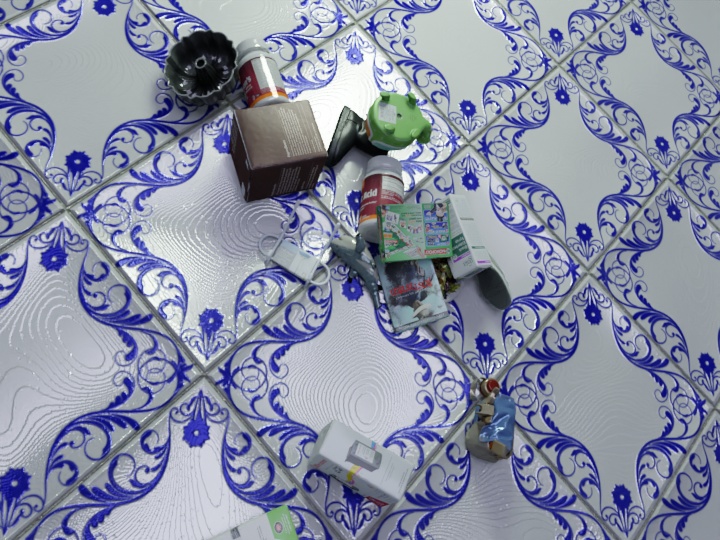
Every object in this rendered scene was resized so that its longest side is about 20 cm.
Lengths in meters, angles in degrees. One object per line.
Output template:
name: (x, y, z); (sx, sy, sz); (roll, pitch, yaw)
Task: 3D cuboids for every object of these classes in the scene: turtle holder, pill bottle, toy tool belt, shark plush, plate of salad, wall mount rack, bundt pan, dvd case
turtle holder: (0.095, -0.382, 1.631); (0.182, 0.131, 0.144); (-23, 84, -28)
pill bottle: (0.056, -0.184, 1.616); (0.111, 0.114, 0.205); (10, 66, -12)
toy tool belt: (0.321, 0.343, 1.480); (0.122, 0.123, 0.205); (15, 65, -10)
shark plush: (0.000, 0.000, 1.575); (0.082, 0.091, 0.204); (-27, 95, -1)
plate of salad: (0.188, -0.013, 1.625); (0.194, 0.048, 0.206); (6, 67, -15)
wall mount rack: (-0.143, -0.061, 1.530); (0.197, 0.075, 0.176); (29, 64, -4)
pill bottle: (-0.261, -0.499, 1.650); (0.107, 0.110, 0.204); (-14, 73, -21)
bundt pan: (-0.398, -0.508, 1.610); (0.196, 0.076, 0.208); (-2, 71, 6)
dvd case: (0.126, 0.040, 1.573); (0.142, 0.022, 0.205); (-16, 74, 2)

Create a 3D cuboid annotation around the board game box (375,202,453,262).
board game box: (0.134, -0.095, 1.546); (0.195, 0.029, 0.139); (-4, 89, -26)

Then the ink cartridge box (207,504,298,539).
ink cartridge box: (-0.218, 0.580, 1.247); (0.195, 0.084, 0.149); (-17, 74, -22)

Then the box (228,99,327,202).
box: (-0.206, -0.295, 1.554); (0.195, 0.166, 0.168); (-14, 74, -21)

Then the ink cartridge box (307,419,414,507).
ink cartridge box: (-0.003, 0.414, 1.343); (0.197, 0.148, 0.087); (29, 62, -2)

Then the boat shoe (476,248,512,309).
boat shoe: (0.340, 0.007, 1.650); (0.064, 0.075, 0.205); (-10, 62, -48)

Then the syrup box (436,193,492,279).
syrup box: (0.256, -0.086, 1.618); (0.080, 0.078, 0.205); (-1, 67, -48)

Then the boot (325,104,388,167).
boot: (0.000, -0.338, 1.690); (0.159, 0.073, 0.203); (24, 66, -13)
